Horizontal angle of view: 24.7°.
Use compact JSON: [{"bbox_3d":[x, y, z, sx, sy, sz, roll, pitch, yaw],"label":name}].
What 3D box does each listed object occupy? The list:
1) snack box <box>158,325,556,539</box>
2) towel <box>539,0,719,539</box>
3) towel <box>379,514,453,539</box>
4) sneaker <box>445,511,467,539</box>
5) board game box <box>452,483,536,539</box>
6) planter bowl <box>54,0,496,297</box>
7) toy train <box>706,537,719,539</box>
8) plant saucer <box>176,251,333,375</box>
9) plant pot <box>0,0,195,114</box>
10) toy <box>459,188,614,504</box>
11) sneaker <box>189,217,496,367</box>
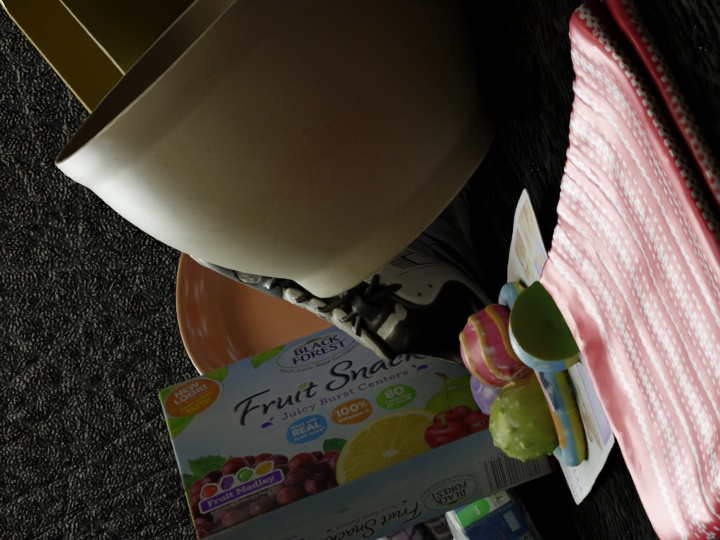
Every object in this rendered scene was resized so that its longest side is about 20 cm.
[{"bbox_3d":[-0.006,0.091,0.944,0.142,0.199,0.053,-118,10,-57],"label":"snack box"},{"bbox_3d":[0.101,0.014,0.565,0.200,0.022,0.145,84,166,-65],"label":"towel"},{"bbox_3d":[0.018,0.126,1.289,0.166,0.085,0.200,51,-171,-27],"label":"towel"},{"bbox_3d":[0.078,0.242,1.202,0.074,0.087,0.201,-116,9,-53],"label":"sneaker"},{"bbox_3d":[0.073,0.137,1.018,0.136,0.034,0.200,59,-179,-33],"label":"board game box"},{"bbox_3d":[-0.023,-0.075,0.756,0.135,0.200,0.200,45,-179,-15],"label":"planter bowl"},{"bbox_3d":[0.143,0.174,0.602,0.057,0.041,0.201,-99,-5,-53],"label":"toy train"},{"bbox_3d":[-0.035,-0.003,1.087,0.037,0.200,0.201,29,-148,-51],"label":"plant saucer"},{"bbox_3d":[-0.105,-0.183,0.971,0.200,0.176,0.200,48,169,14],"label":"plant pot"},{"bbox_3d":[0.076,0.049,0.784,0.200,0.047,0.116,92,161,-73],"label":"toy"},{"bbox_3d":[0.000,0.000,0.869,0.076,0.199,0.088,-57,40,25],"label":"sneaker"}]
